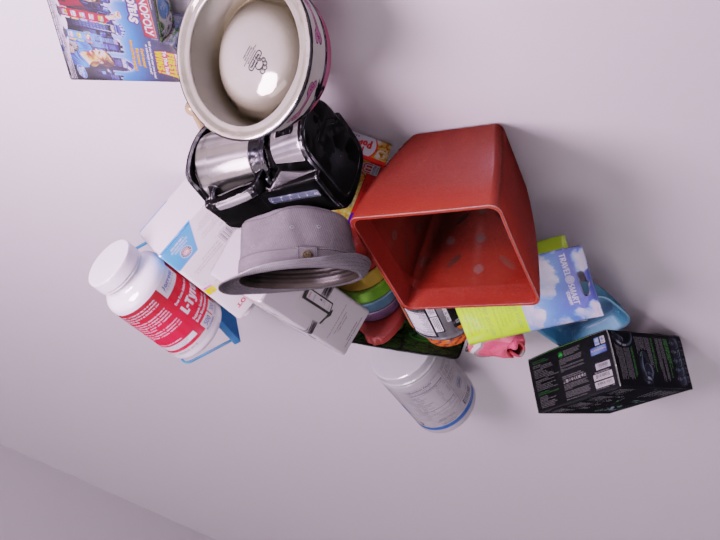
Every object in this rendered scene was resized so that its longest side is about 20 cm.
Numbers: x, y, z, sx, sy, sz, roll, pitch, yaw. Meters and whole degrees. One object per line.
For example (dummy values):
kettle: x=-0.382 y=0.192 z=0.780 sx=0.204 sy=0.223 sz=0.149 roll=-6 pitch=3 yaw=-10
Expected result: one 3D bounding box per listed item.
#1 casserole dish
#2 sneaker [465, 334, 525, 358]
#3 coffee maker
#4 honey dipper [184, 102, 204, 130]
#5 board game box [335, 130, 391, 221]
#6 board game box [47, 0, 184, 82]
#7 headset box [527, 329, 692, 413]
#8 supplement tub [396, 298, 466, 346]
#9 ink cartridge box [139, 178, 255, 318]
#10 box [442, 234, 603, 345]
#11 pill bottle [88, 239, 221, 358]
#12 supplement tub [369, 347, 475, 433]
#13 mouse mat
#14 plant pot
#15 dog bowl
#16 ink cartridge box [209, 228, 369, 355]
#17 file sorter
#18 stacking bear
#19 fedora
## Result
casserole dish: x=0.339 y=0.068 z=1.359 sx=0.121 sy=0.039 sz=0.200 roll=-28 pitch=148 yaw=23
sneaker: x=0.220 y=0.117 z=1.404 sx=0.087 sy=0.074 sz=0.200 roll=35 pitch=174 yaw=15
coffee maker: x=-0.099 y=-0.133 z=1.184 sx=0.199 sy=0.136 sz=0.192 roll=-6 pitch=164 yaw=31
honey dipper: x=-0.216 y=-0.175 z=1.322 sx=0.038 sy=0.038 sz=0.201 roll=1 pitch=139 yaw=23
board game box: x=-0.071 y=-0.153 z=1.272 sx=0.198 sy=0.047 sz=0.152 roll=19 pitch=145 yaw=-3
board game box: x=-0.288 y=-0.316 z=1.123 sx=0.198 sy=0.062 sz=0.201 roll=13 pitch=146 yaw=5
headset box: x=0.406 y=0.168 z=1.423 sx=0.199 sy=0.094 sz=0.174 roll=7 pitch=156 yaw=-35
supplement tub: x=0.114 y=0.025 z=1.378 sx=0.122 sy=0.123 sz=0.200 roll=-1 pitch=143 yaw=24
ink cartridge box: x=-0.224 y=-0.030 z=1.404 sx=0.200 sy=0.129 sz=0.125 roll=44 pitch=174 yaw=-34
box: x=0.230 y=0.028 z=1.245 sx=0.199 sy=0.048 sz=0.123 roll=-15 pitch=115 yaw=21
pill bottle: x=-0.320 y=0.043 z=1.375 sx=0.112 sy=0.113 sz=0.200 roll=-12 pitch=139 yaw=36
supplement tub: x=0.117 y=0.197 z=1.615 sx=0.131 sy=0.133 sz=0.200 roll=-8 pitch=138 yaw=32
mouse mat: x=0.080 y=0.100 z=1.488 sx=0.198 sy=0.161 sz=0.008 roll=9 pitch=112 yaw=12
plant pot: x=0.129 y=-0.079 z=1.174 sx=0.198 sy=0.177 sz=0.200 roll=-4 pitch=141 yaw=27
dog bowl: x=-0.120 y=-0.254 z=1.042 sx=0.199 sy=0.202 sz=0.074 roll=-7 pitch=-179 yaw=32
ink cartridge box: x=-0.107 y=0.033 z=1.325 sx=0.146 sy=0.085 sz=0.200 roll=24 pitch=171 yaw=47
file sorter: x=-0.320 y=0.048 z=1.550 sx=0.122 sy=0.139 sz=0.200 roll=-27 pitch=133 yaw=7
stacking bear: x=0.000 y=0.000 z=1.408 sx=0.121 sy=0.114 sz=0.201 roll=25 pitch=149 yaw=44
fedora: x=-0.087 y=-0.028 z=1.135 sx=0.198 sy=0.091 sz=0.177 roll=-6 pitch=169 yaw=-1
